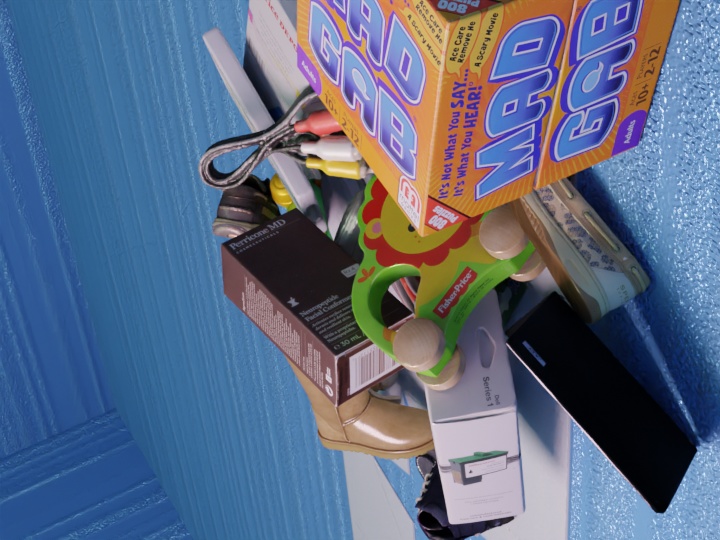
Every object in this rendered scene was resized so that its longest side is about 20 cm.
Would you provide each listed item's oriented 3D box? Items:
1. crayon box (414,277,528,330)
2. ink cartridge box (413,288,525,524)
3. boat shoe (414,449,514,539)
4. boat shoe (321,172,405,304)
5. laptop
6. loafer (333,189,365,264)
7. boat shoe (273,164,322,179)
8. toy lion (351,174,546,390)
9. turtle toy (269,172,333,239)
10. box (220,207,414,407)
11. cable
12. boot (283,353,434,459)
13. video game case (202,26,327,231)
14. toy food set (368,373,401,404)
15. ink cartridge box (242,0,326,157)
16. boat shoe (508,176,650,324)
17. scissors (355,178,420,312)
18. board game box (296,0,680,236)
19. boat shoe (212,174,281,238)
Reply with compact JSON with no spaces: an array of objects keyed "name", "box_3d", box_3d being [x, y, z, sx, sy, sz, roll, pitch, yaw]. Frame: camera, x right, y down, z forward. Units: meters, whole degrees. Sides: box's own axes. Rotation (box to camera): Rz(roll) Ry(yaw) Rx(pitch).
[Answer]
[{"name":"crayon box","box_3d":[0.085,-0.029,1.349,0.201,0.051,0.126,60,159,20]},{"name":"ink cartridge box","box_3d":[0.108,0.132,1.302,0.201,0.083,0.148,77,-175,-51]},{"name":"boat shoe","box_3d":[0.092,0.260,1.574,0.200,0.092,0.076,18,128,65]},{"name":"boat shoe","box_3d":[0.025,-0.029,1.472,0.072,0.070,0.202,-28,89,57]},{"name":"laptop","box_3d":[0.181,0.119,1.113,0.178,0.103,0.200,49,159,5]},{"name":"loafer","box_3d":[0.000,0.000,1.412,0.201,0.069,0.070,104,-176,-45]},{"name":"boat shoe","box_3d":[-0.083,-0.109,1.675,0.071,0.069,0.203,23,132,62]},{"name":"toy lion","box_3d":[0.063,-0.021,1.232,0.191,0.201,0.069,37,178,38]},{"name":"turtle toy","box_3d":[-0.032,-0.029,1.561,0.146,0.100,0.202,74,177,-59]},{"name":"box","box_3d":[-0.044,0.032,1.321,0.200,0.099,0.076,40,145,36]},{"name":"cable","box_3d":[-0.076,-0.122,1.280,0.051,0.197,0.098,-75,-29,-51]},{"name":"boot","box_3d":[-0.003,0.131,1.571,0.067,0.173,0.202,-71,-29,-47]},{"name":"video game case","box_3d":[-0.099,-0.142,1.421,0.202,0.022,0.182,60,177,11]},{"name":"toy food set","box_3d":[-0.003,0.103,1.729,0.144,0.060,0.202,110,142,-63]},{"name":"ink cartridge box","box_3d":[-0.031,-0.232,1.325,0.129,0.124,0.201,59,159,20]},{"name":"boat shoe","box_3d":[0.167,-0.051,1.116,0.202,0.062,0.073,63,178,22]},{"name":"scissors","box_3d":[0.021,-0.040,1.410,0.201,0.014,0.073,59,162,20]},{"name":"board game box","box_3d":[0.085,-0.190,0.959,0.201,0.198,0.201,55,157,32]},{"name":"boat shoe","box_3d":[-0.126,-0.078,1.594,0.200,0.073,0.074,-68,-11,-83]}]
